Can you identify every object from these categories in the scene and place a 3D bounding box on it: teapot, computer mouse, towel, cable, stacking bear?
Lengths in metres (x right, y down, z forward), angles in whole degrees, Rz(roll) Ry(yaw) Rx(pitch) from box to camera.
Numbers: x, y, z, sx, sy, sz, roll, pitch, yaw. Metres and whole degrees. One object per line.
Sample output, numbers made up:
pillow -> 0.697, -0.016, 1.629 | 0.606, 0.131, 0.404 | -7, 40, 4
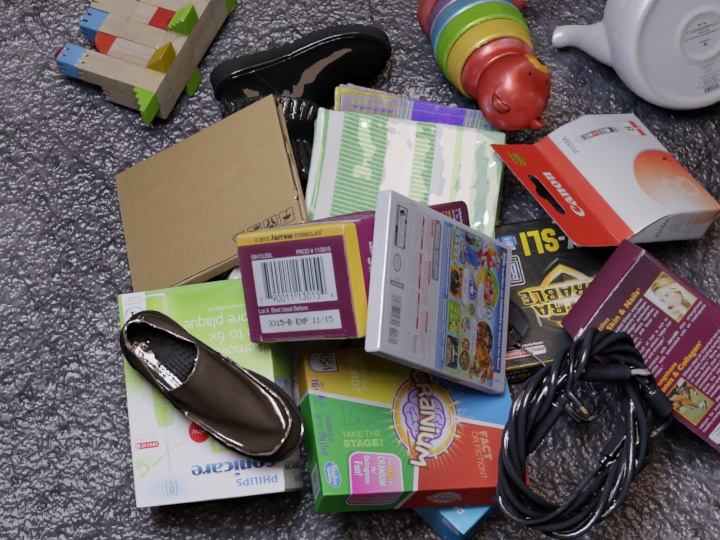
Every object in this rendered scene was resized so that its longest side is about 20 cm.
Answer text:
teapot -> 0.349, -0.283, 1.669 | 0.199, 0.198, 0.146 | 20, 21, -24
computer mouse -> 0.161, 0.074, 1.500 | 0.200, 0.034, 0.059 | 41, 69, 15
towel -> 0.044, -0.084, 1.552 | 0.198, 0.023, 0.154 | 8, 75, -5
towel -> 0.060, -0.112, 1.601 | 0.198, 0.023, 0.145 | 10, 80, -15
cable -> 0.200, 0.150, 1.385 | 0.200, 0.164, 0.051 | -39, 31, -18
stacking bear -> 0.140, -0.229, 1.618 | 0.114, 0.121, 0.201 | -43, 44, 21

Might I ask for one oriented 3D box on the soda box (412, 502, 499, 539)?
soda box -> 0.047, 0.173, 1.481 | 0.068, 0.064, 0.200 | -41, 74, -20

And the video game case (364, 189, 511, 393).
video game case -> 0.075, 0.023, 1.380 | 0.018, 0.199, 0.144 | -7, 72, 37

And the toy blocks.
toy blocks -> -0.240, -0.256, 1.656 | 0.136, 0.100, 0.201 | 19, 65, 18

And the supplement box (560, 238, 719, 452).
supplement box -> 0.308, 0.074, 1.480 | 0.199, 0.086, 0.111 | 37, 96, -7

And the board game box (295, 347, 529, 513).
board game box -> 0.047, 0.145, 1.428 | 0.198, 0.040, 0.154 | -1, 58, -15

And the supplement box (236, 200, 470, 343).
supplement box -> 0.000, 0.000, 1.407 | 0.199, 0.130, 0.104 | -14, 96, -51

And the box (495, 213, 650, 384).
box -> 0.207, 0.024, 1.570 | 0.198, 0.049, 0.161 | -9, 64, -8

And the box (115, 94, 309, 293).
box -> -0.154, -0.071, 1.547 | 0.199, 0.021, 0.165 | -25, 58, 17

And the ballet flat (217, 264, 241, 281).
ballet flat -> -0.123, 0.024, 1.547 | 0.069, 0.070, 0.201 | 23, 70, 7

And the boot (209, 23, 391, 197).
boot -> -0.050, -0.164, 1.622 | 0.209, 0.080, 0.159 | -18, 62, -3

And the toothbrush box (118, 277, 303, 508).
toothbrush box -> -0.141, 0.115, 1.438 | 0.144, 0.086, 0.202 | -7, 84, 9

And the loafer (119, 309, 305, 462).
loafer -> -0.141, 0.106, 1.359 | 0.199, 0.071, 0.073 | 31, 89, 11

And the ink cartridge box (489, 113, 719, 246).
ink cartridge box -> 0.253, -0.097, 1.564 | 0.199, 0.050, 0.163 | -2, 44, -41

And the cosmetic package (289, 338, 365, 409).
cosmetic package -> -0.049, 0.071, 1.529 | 0.082, 0.051, 0.200 | 38, 68, 14
